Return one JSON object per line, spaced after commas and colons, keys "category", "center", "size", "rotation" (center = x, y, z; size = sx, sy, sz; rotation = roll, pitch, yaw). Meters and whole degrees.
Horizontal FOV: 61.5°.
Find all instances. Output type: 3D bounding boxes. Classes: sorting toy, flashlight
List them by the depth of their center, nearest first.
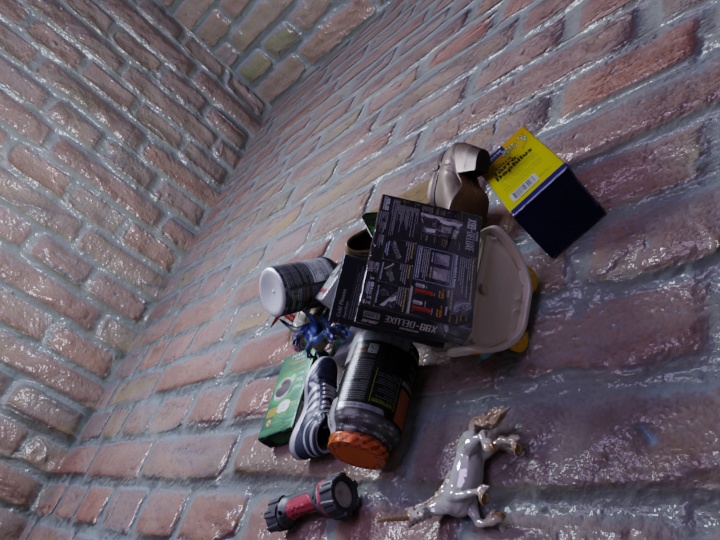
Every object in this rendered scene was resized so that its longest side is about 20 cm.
{"category": "sorting toy", "center": [0.175, 0.062, 0.954], "size": [0.180, 0.106, 0.202], "rotation": [-30, 38, 59]}
{"category": "flashlight", "center": [-0.086, 0.390, 0.996], "size": [0.199, 0.067, 0.069], "rotation": [-35, 59, 36]}

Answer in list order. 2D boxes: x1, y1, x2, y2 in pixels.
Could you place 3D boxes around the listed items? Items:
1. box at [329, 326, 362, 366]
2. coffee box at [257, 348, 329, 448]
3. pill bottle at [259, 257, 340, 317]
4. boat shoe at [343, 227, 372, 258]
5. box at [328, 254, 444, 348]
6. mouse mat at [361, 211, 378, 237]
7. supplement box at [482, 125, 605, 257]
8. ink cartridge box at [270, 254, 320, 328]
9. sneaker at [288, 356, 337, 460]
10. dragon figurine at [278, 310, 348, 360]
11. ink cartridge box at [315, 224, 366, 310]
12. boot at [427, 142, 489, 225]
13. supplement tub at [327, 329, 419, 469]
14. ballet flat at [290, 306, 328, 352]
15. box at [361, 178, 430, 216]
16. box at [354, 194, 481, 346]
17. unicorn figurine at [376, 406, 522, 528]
{"category": "box", "center": [0.015, 0.089, 1.250], "size": [0.144, 0.036, 0.202], "rotation": [-28, 33, 42]}
{"category": "coffee box", "center": [-0.138, 0.262, 1.272], "size": [0.122, 0.044, 0.202], "rotation": [-29, 34, 39]}
{"category": "pill bottle", "center": [-0.111, 0.030, 1.314], "size": [0.106, 0.198, 0.108], "rotation": [15, 110, 48]}
{"category": "boat shoe", "center": [0.062, -0.061, 1.106], "size": [0.198, 0.067, 0.075], "rotation": [-25, 64, -6]}
{"category": "box", "center": [0.046, 0.044, 0.988], "size": [0.200, 0.179, 0.106], "rotation": [-153, 76, -87]}
{"category": "mouse mat", "center": [0.113, -0.062, 1.043], "size": [0.162, 0.197, 0.008], "rotation": [-116, 26, -50]}
{"category": "supplement box", "center": [0.289, -0.134, 0.992], "size": [0.109, 0.109, 0.201], "rotation": [-43, 27, 17]}
{"category": "ink cartridge box", "center": [-0.147, 0.066, 1.485], "size": [0.201, 0.050, 0.109], "rotation": [-58, -3, 40]}
{"category": "sneaker", "center": [-0.063, 0.252, 1.126], "size": [0.108, 0.070, 0.202], "rotation": [-24, 43, 53]}
{"category": "dragon figurine", "center": [-0.095, 0.118, 1.247], "size": [0.200, 0.058, 0.101], "rotation": [37, 109, 52]}
{"category": "ink cartridge box", "center": [0.000, 0.000, 1.213], "size": [0.201, 0.083, 0.147], "rotation": [-56, 7, -7]}
{"category": "boot", "center": [0.161, -0.127, 1.058], "size": [0.146, 0.069, 0.203], "rotation": [3, 74, 68]}
{"category": "supplement tub", "center": [0.020, 0.207, 0.985], "size": [0.122, 0.122, 0.202], "rotation": [-24, 36, 44]}
{"category": "ballet flat", "center": [-0.107, 0.091, 1.403], "size": [0.068, 0.071, 0.201], "rotation": [26, 71, 19]}
{"category": "box", "center": [0.116, -0.147, 1.308], "size": [0.198, 0.021, 0.163], "rotation": [-31, 20, -14]}
{"category": "box", "center": [0.087, -0.006, 0.864], "size": [0.050, 0.155, 0.202], "rotation": [103, 179, -56]}
{"category": "unicorn figurine", "center": [0.133, 0.273, 0.783], "size": [0.200, 0.074, 0.137], "rotation": [-49, 12, -28]}
